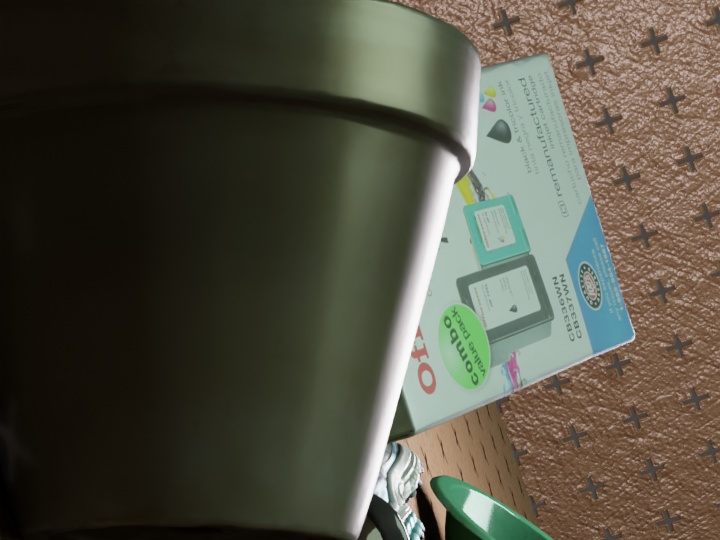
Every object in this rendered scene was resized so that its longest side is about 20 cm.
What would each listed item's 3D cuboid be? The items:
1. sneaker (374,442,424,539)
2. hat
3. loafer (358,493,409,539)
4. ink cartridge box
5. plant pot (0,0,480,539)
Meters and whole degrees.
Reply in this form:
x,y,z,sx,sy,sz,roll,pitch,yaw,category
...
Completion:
x,y,z,sx,sy,sz,roll,pitch,yaw,category
-0.016,0.110,1.433,0.086,0.078,0.200,50,2,-12,sneaker
0.095,0.298,2.187,0.200,0.176,0.166,35,9,1,hat
-0.007,0.213,1.311,0.073,0.071,0.200,-3,-79,52,loafer
0.000,0.000,1.189,0.200,0.146,0.147,-19,92,-54,ink cartridge box
-0.059,0.008,0.908,0.200,0.200,0.174,50,41,-75,plant pot
